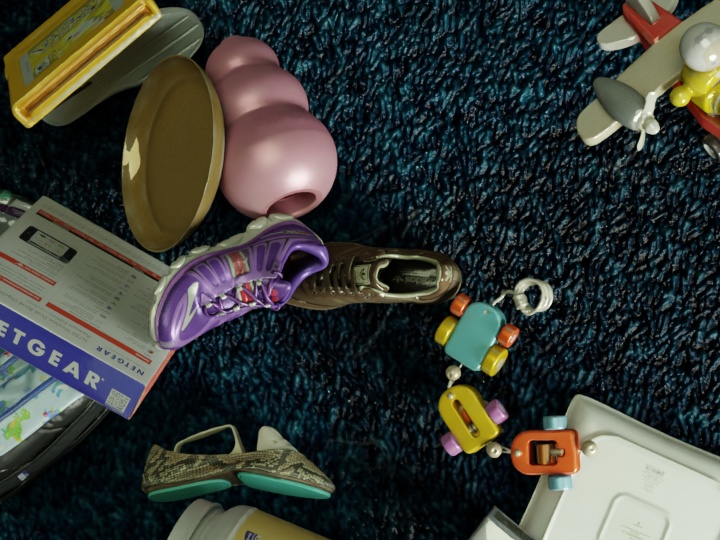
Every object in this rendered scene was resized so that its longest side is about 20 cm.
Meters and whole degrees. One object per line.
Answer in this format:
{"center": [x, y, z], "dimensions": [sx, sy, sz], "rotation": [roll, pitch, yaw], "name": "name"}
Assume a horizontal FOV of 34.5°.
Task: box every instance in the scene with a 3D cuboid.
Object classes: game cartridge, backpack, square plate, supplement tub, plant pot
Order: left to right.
{"center": [-0.326, 0.133, 1.157], "dimensions": [0.200, 0.163, 0.154], "rotation": [-27, 75, -4], "name": "backpack"}
{"center": [-0.295, -0.243, 1.205], "dimensions": [0.176, 0.032, 0.200], "rotation": [-40, 33, 2], "name": "game cartridge"}
{"center": [-0.189, -0.117, 1.182], "dimensions": [0.200, 0.027, 0.201], "rotation": [-11, 76, 52], "name": "plant pot"}
{"center": [-0.085, 0.309, 1.091], "dimensions": [0.199, 0.145, 0.146], "rotation": [19, 85, 11], "name": "supplement tub"}
{"center": [0.258, 0.247, 1.105], "dimensions": [0.199, 0.028, 0.199], "rotation": [24, 86, 12], "name": "square plate"}

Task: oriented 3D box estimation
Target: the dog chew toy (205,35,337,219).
{"center": [-0.101, -0.152, 1.184], "dimensions": [0.124, 0.125, 0.201], "rotation": [-22, 71, 5], "name": "dog chew toy"}

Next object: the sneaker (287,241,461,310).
{"center": [0.000, 0.000, 1.161], "dimensions": [0.199, 0.076, 0.071], "rotation": [-2, 81, 9], "name": "sneaker"}

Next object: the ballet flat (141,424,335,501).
{"center": [-0.123, 0.190, 1.162], "dimensions": [0.199, 0.068, 0.076], "rotation": [-3, 65, 11], "name": "ballet flat"}

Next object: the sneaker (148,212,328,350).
{"center": [-0.114, 0.013, 1.103], "dimensions": [0.200, 0.081, 0.083], "rotation": [-35, 48, -28], "name": "sneaker"}

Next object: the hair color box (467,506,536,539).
{"center": [0.101, 0.333, 1.086], "dimensions": [0.099, 0.061, 0.200], "rotation": [38, 99, 12], "name": "hair color box"}

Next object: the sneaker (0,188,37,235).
{"center": [-0.415, -0.054, 1.242], "dimensions": [0.199, 0.074, 0.088], "rotation": [22, 90, 11], "name": "sneaker"}

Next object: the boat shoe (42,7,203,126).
{"center": [-0.263, -0.229, 1.243], "dimensions": [0.199, 0.067, 0.074], "rotation": [-26, 122, 0], "name": "boat shoe"}

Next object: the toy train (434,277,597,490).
{"center": [0.148, 0.113, 1.122], "dimensions": [0.150, 0.056, 0.201], "rotation": [-10, 82, 21], "name": "toy train"}

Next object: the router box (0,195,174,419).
{"center": [-0.269, 0.030, 1.129], "dimensions": [0.200, 0.180, 0.049], "rotation": [30, 121, -3], "name": "router box"}

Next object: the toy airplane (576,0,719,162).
{"center": [0.316, -0.208, 1.108], "dimensions": [0.198, 0.141, 0.201], "rotation": [7, 83, 11], "name": "toy airplane"}
